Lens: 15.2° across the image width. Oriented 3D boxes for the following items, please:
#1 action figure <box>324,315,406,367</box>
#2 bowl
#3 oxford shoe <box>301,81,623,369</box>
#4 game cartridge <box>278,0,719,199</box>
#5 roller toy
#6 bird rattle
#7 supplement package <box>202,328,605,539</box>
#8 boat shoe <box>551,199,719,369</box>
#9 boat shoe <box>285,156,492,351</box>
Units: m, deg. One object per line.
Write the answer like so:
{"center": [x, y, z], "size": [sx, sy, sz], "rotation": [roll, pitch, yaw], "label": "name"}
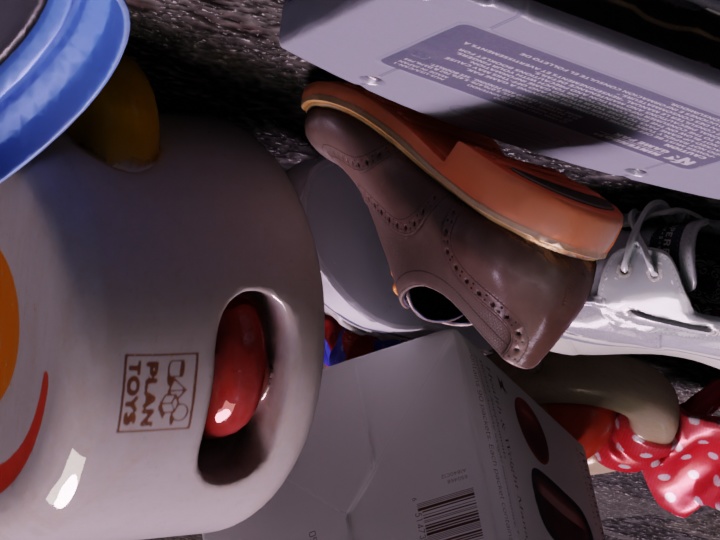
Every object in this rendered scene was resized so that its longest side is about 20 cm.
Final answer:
{"center": [-0.002, 0.070, 1.425], "size": [0.065, 0.100, 0.200], "rotation": [7, -175, -9], "label": "action figure"}
{"center": [-0.179, -0.061, 0.990], "size": [0.200, 0.039, 0.201], "rotation": [-30, 166, -8], "label": "bowl"}
{"center": [0.023, -0.023, 1.046], "size": [0.071, 0.073, 0.200], "rotation": [16, -170, -29], "label": "oxford shoe"}
{"center": [0.078, -0.074, 0.974], "size": [0.199, 0.041, 0.133], "rotation": [18, 161, -24], "label": "game cartridge"}
{"center": [-0.113, 0.023, 1.151], "size": [0.139, 0.183, 0.200], "rotation": [-1, 152, -35], "label": "roller toy"}
{"center": [0.114, 0.088, 1.444], "size": [0.199, 0.113, 0.163], "rotation": [4, 159, 18], "label": "bird rattle"}
{"center": [0.032, 0.162, 1.295], "size": [0.146, 0.192, 0.200], "rotation": [-17, 156, 16], "label": "supplement package"}
{"center": [0.138, 0.000, 1.183], "size": [0.200, 0.070, 0.072], "rotation": [13, 147, 0], "label": "boat shoe"}
{"center": [0.000, 0.000, 1.250], "size": [0.065, 0.074, 0.200], "rotation": [-2, 161, 28], "label": "boat shoe"}
